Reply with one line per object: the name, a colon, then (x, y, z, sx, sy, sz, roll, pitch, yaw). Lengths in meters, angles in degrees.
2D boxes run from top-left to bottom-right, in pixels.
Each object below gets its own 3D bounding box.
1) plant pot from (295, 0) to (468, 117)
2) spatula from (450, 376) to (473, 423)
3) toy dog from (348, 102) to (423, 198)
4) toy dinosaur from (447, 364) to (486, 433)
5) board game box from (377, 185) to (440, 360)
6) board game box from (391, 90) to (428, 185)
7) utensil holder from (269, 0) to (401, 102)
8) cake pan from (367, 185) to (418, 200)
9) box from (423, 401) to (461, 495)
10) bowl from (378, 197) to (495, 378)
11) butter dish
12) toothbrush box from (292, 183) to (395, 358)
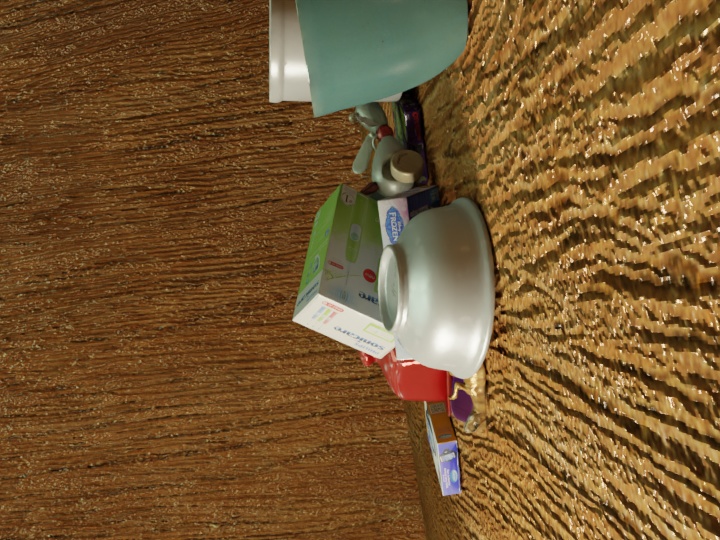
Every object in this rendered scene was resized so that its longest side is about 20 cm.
plant pot: (0.016, -0.263, 0.837, 0.201, 0.159, 0.203, 170, 90, -88)
spatula: (0.129, 0.103, 1.153, 0.056, 0.020, 0.202, 28, -133, -45)
toy dog: (0.020, -0.171, 1.296, 0.200, 0.095, 0.133, -126, 25, -52)
toy dinosaur: (0.131, 0.102, 1.053, 0.106, 0.060, 0.202, 30, 139, 53)
board game box: (0.078, -0.005, 1.142, 0.200, 0.041, 0.202, -32, -64, -71)
board game box: (0.074, -0.231, 1.372, 0.201, 0.032, 0.121, -101, 6, -60)
utensil holder: (-0.038, -0.336, 1.282, 0.170, 0.197, 0.173, 179, 90, -84)
cake pan: (0.031, -0.099, 1.442, 0.037, 0.201, 0.200, 37, -172, -11)
box: (0.151, 0.318, 1.592, 0.201, 0.041, 0.120, -97, -1, -64)
bowl: (0.073, 0.020, 0.950, 0.201, 0.089, 0.204, 179, 90, -77)
butter dish: (0.069, 0.117, 1.354, 0.200, 0.146, 0.202, 78, -179, -55)
toothbrush box: (0.000, 0.000, 1.220, 0.086, 0.144, 0.202, -43, 28, 48)
